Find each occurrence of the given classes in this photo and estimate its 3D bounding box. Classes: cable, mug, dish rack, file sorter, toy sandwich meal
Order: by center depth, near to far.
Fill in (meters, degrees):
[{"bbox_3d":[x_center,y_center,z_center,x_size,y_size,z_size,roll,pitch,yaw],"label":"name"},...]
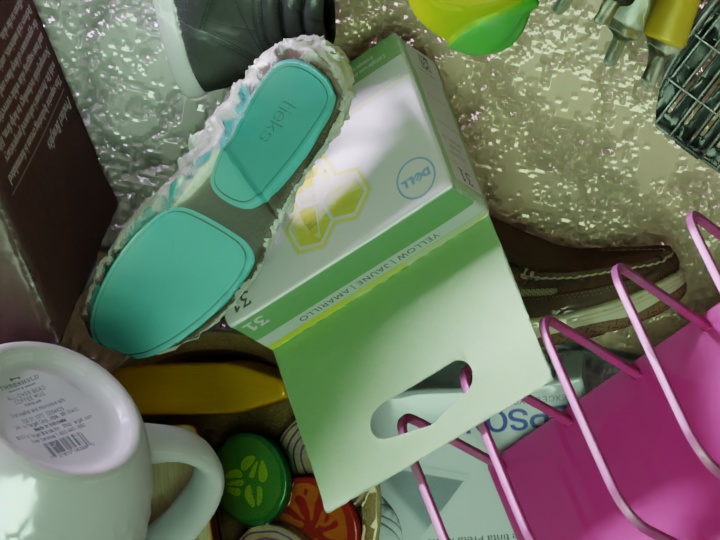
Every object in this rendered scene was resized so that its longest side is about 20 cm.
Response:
[{"bbox_3d":[-0.158,0.125,1.340,0.199,0.148,0.176,-3,137,-38],"label":"mug"},{"bbox_3d":[0.162,-0.195,1.341,0.097,0.050,0.200,40,102,23],"label":"cable"},{"bbox_3d":[0.137,0.085,1.351,0.200,0.139,0.125,-36,143,19],"label":"file sorter"},{"bbox_3d":[0.256,-0.081,1.372,0.199,0.055,0.154,34,114,-8],"label":"dish rack"},{"bbox_3d":[-0.089,0.126,1.446,0.204,0.070,0.207,0,91,16],"label":"toy sandwich meal"}]

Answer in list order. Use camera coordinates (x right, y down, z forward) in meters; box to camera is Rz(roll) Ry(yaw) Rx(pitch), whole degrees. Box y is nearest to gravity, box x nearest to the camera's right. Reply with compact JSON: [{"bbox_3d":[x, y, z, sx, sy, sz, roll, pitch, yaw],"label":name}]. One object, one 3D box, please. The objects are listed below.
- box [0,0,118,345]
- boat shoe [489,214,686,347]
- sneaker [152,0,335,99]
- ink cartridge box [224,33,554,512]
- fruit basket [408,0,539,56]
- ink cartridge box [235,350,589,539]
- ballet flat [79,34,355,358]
[{"bbox_3d":[-0.244,-0.064,1.376,0.163,0.166,0.201,-15,113,13],"label":"box"},{"bbox_3d":[0.068,0.002,1.425,0.201,0.075,0.075,-11,100,6],"label":"boat shoe"},{"bbox_3d":[-0.065,-0.185,1.352,0.099,0.071,0.201,-10,120,10],"label":"sneaker"},{"bbox_3d":[0.000,0.000,1.371,0.145,0.201,0.048,-32,145,20],"label":"ink cartridge box"},{"bbox_3d":[0.053,-0.203,1.280,0.214,0.155,0.217,0,93,9],"label":"fruit basket"},{"bbox_3d":[0.039,0.146,1.516,0.198,0.041,0.201,-5,116,10],"label":"ink cartridge box"},{"bbox_3d":[-0.065,-0.038,1.362,0.072,0.072,0.200,36,112,-11],"label":"ballet flat"}]
